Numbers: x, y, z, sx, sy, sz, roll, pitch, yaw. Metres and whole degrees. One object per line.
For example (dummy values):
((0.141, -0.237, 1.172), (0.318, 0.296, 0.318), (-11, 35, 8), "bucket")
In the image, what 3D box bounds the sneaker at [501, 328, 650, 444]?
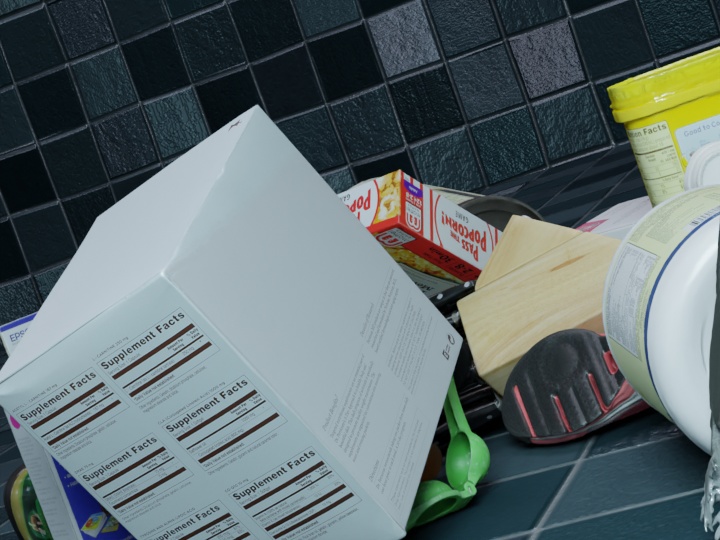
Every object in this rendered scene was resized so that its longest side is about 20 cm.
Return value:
((0.187, 0.069, 1.146), (0.200, 0.074, 0.087), (-30, -38, 25), "sneaker")

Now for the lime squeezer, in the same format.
((0.041, 0.121, 1.065), (0.038, 0.071, 0.200), (-31, 20, 46), "lime squeezer")

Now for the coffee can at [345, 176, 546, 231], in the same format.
((0.066, -0.003, 1.551), (0.146, 0.147, 0.200), (-22, 17, -22), "coffee can")

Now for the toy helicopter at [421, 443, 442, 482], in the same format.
((-0.034, 0.146, 1.161), (0.132, 0.079, 0.200), (-5, 24, 34), "toy helicopter")

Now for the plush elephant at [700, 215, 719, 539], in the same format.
((0.242, 0.041, 0.793), (0.155, 0.200, 0.165), (3, 22, 5), "plush elephant")

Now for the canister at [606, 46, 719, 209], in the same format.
((0.288, -0.068, 1.322), (0.148, 0.200, 0.087), (-19, 6, 2), "canister")

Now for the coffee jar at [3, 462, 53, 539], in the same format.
((-0.182, 0.168, 1.268), (0.104, 0.085, 0.200), (-27, 10, -30), "coffee jar")

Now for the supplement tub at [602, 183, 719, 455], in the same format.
((0.214, 0.026, 0.971), (0.145, 0.145, 0.200), (-20, 6, 0), "supplement tub")

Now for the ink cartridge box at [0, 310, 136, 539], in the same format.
((-0.168, 0.117, 1.126), (0.095, 0.200, 0.037), (-24, 7, -42), "ink cartridge box")

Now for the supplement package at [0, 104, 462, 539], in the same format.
((-0.070, 0.054, 1.014), (0.147, 0.200, 0.191), (-32, 20, 29), "supplement package")

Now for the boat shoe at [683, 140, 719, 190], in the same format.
((0.332, -0.048, 1.245), (0.200, 0.071, 0.069), (15, 7, 3), "boat shoe")

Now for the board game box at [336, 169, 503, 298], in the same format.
((0.000, 0.000, 1.314), (0.200, 0.046, 0.151), (-20, -33, 37), "board game box")

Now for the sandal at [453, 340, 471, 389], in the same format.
((-0.027, 0.071, 1.150), (0.200, 0.075, 0.045), (0, 27, -1), "sandal")

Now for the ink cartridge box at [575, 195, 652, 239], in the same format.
((0.286, -0.025, 1.514), (0.200, 0.083, 0.146), (-15, 7, 40), "ink cartridge box")

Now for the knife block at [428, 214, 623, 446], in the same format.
((0.117, 0.057, 1.207), (0.200, 0.064, 0.176), (16, 73, 42), "knife block")
